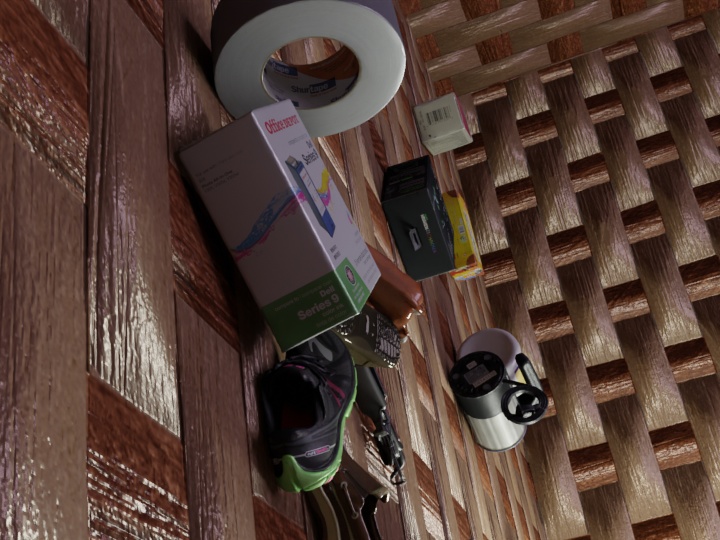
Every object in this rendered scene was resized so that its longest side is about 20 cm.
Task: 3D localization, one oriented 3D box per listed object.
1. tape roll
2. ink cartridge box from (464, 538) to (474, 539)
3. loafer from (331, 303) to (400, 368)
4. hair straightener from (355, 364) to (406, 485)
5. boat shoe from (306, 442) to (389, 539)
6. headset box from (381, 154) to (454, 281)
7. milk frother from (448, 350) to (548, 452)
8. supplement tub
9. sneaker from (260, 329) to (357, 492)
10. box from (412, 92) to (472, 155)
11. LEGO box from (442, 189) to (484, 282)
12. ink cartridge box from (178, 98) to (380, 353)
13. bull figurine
[{"bbox_3d":[-0.055,-0.226,1.035,0.201,0.198,0.067,55,21,-56],"label":"tape roll"},{"bbox_3d":[0.145,0.469,1.302,0.148,0.082,0.201,-94,164,-47],"label":"ink cartridge box"},{"bbox_3d":[-0.032,0.055,1.091,0.200,0.067,0.077,43,42,-38],"label":"loafer"},{"bbox_3d":[0.018,0.190,1.226,0.077,0.040,0.202,-82,158,-63],"label":"hair straightener"},{"bbox_3d":[-0.007,0.216,0.957,0.075,0.074,0.205,35,39,-71],"label":"boat shoe"},{"bbox_3d":[0.114,-0.098,1.913,0.201,0.092,0.176,-82,153,-63],"label":"headset box"},{"bbox_3d":[0.292,0.286,2.004,0.201,0.178,0.189,-98,165,-49],"label":"milk frother"},{"bbox_3d":[0.302,0.240,2.206,0.147,0.144,0.201,-95,164,-45],"label":"supplement tub"},{"bbox_3d":[-0.048,0.107,0.916,0.201,0.076,0.085,-91,164,-56],"label":"sneaker"},{"bbox_3d":[0.233,-0.411,2.818,0.200,0.126,0.110,16,57,-77],"label":"box"},{"bbox_3d":[0.246,-0.088,2.560,0.149,0.076,0.203,36,39,-72],"label":"LEGO box"},{"bbox_3d":[-0.070,-0.048,0.928,0.202,0.087,0.145,61,14,-6],"label":"ink cartridge box"},{"bbox_3d":[0.000,0.000,1.187,0.200,0.065,0.122,44,-12,23],"label":"bull figurine"}]
